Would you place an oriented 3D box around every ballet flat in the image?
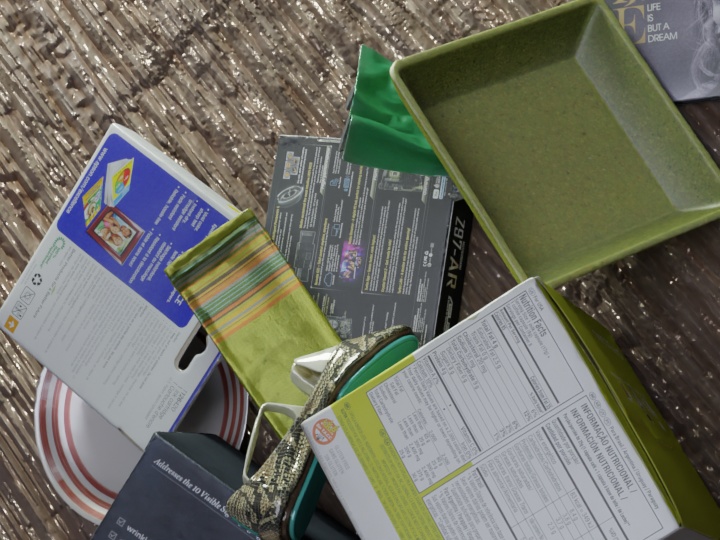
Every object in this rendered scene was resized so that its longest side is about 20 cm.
[{"bbox_3d":[-0.035,0.107,1.576,0.075,0.068,0.200,21,60,22],"label":"ballet flat"}]

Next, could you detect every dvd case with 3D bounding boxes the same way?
[{"bbox_3d":[0.251,-0.223,1.614,0.149,0.016,0.200,-5,79,25],"label":"dvd case"}]

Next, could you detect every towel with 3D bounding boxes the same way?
[{"bbox_3d":[-0.063,0.056,1.646,0.086,0.018,0.200,-38,80,14],"label":"towel"}]

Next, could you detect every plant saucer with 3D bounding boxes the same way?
[{"bbox_3d":[0.140,-0.084,1.564,0.200,0.200,0.048,59,149,17],"label":"plant saucer"}]

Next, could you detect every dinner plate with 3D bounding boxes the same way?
[{"bbox_3d":[-0.175,0.111,1.755,0.200,0.024,0.200,-4,80,24],"label":"dinner plate"}]

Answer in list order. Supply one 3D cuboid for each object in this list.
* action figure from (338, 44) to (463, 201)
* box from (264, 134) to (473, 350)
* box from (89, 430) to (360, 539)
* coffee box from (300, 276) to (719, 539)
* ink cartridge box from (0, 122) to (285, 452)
[{"bbox_3d":[0.086,-0.092,1.607,0.200,0.055,0.118,15,54,-6],"label":"action figure"},{"bbox_3d":[0.000,0.000,1.679,0.160,0.044,0.200,5,83,26],"label":"box"},{"bbox_3d":[-0.107,0.255,1.630,0.200,0.124,0.197,34,98,18],"label":"box"},{"bbox_3d":[0.117,0.153,1.503,0.198,0.200,0.200,-34,68,12],"label":"coffee box"},{"bbox_3d":[-0.172,0.017,1.730,0.200,0.047,0.198,37,100,23],"label":"ink cartridge box"}]
